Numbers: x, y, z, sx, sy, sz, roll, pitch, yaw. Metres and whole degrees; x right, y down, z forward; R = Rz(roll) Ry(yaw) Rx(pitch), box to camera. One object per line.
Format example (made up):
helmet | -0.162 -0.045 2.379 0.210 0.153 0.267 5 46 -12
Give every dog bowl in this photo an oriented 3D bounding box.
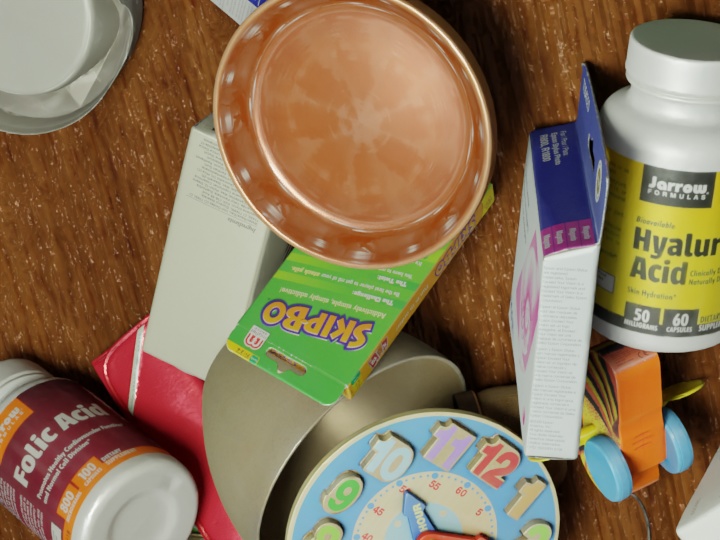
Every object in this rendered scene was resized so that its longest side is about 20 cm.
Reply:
dog bowl | -0.250 -0.204 1.511 0.199 0.059 0.201 10 117 20

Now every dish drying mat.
dish drying mat | -0.134 0.134 1.606 0.077 0.018 0.200 -38 79 18

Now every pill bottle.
pill bottle | -0.228 0.154 1.600 0.200 0.114 0.115 31 127 40
pill bottle | 0.205 -0.057 1.337 0.111 0.111 0.201 13 118 19

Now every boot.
boot | 0.122 0.171 1.511 0.075 0.074 0.201 -14 121 -4

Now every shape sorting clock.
shape sorting clock | 0.045 0.189 1.442 0.199 0.039 0.201 -5 110 -13

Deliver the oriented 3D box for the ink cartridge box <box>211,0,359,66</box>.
ink cartridge box | -0.075 -0.200 1.416 0.200 0.037 0.095 43 163 3

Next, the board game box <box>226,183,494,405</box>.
board game box | 0.000 0.000 1.414 0.095 0.200 0.030 28 157 23

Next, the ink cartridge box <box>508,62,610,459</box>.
ink cartridge box | 0.128 -0.011 1.345 0.043 0.197 0.201 2 116 0

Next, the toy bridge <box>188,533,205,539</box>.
toy bridge | -0.086 0.255 1.628 0.199 0.027 0.067 29 120 9

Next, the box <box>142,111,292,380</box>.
box | -0.097 -0.018 1.521 0.082 0.068 0.201 25 121 13

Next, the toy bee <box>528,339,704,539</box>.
toy bee | 0.175 0.123 1.435 0.109 0.130 0.201 -138 50 -56

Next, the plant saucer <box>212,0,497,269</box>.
plant saucer | -0.003 -0.099 1.362 0.199 0.032 0.201 10 117 20

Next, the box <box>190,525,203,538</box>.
box | -0.152 0.245 1.690 0.144 0.036 0.201 29 123 10

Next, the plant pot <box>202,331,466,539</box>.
plant pot | -0.039 0.107 1.498 0.134 0.200 0.201 40 127 32

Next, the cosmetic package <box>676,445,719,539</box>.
cosmetic package | 0.348 0.171 1.345 0.165 0.165 0.200 -38 94 34
